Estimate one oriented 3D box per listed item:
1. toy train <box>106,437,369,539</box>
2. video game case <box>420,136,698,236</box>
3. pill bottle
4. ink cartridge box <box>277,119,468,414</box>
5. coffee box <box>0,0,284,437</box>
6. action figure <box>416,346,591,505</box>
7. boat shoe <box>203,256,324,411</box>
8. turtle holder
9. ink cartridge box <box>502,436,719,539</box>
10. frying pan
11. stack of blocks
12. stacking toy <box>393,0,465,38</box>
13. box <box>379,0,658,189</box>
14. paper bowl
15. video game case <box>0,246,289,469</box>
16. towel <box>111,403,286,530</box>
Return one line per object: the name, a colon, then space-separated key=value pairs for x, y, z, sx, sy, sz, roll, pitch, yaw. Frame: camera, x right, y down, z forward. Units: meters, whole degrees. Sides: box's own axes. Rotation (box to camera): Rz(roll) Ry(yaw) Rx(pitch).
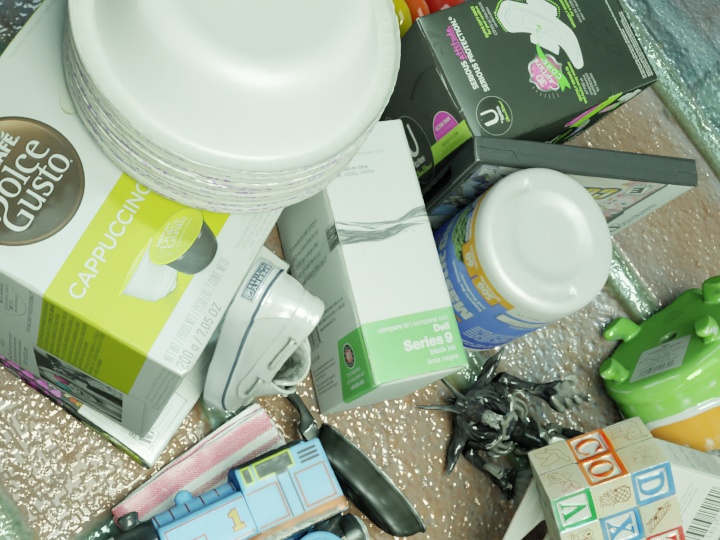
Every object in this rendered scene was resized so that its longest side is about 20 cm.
toy train: x=-0.093 y=0.205 z=0.724 sx=0.198 sy=0.087 sz=0.115 roll=-22 pitch=75 yaw=-18
video game case: x=0.150 y=-0.058 z=0.854 sx=0.197 sy=0.181 sz=0.026 roll=3 pitch=72 yaw=-18
pill bottle: x=0.106 y=0.003 z=0.811 sx=0.111 sy=0.200 sz=0.114 roll=5 pitch=73 yaw=-18
ink cartridge box: x=0.000 y=0.000 z=0.805 sx=0.083 sy=0.146 sz=0.202 roll=-10 pitch=78 yaw=-20
coffee box: x=-0.171 y=-0.036 z=0.688 sx=0.196 sy=0.200 sz=0.201 roll=31 pitch=65 yaw=-7
action figure: x=0.150 y=0.141 z=0.843 sx=0.198 sy=0.102 sz=0.120 roll=25 pitch=80 yaw=-12
boat shoe: x=-0.069 y=0.064 z=0.730 sx=0.065 sy=0.200 sz=0.074 roll=28 pitch=64 yaw=2
turtle holder: x=0.294 y=0.093 z=0.900 sx=0.140 sy=0.186 sz=0.132 roll=-33 pitch=99 yaw=9
ink cartridge box: x=0.182 y=0.221 z=0.796 sx=0.174 sy=0.045 sz=0.202 roll=17 pitch=110 yaw=-15
frying pan: x=-0.020 y=0.137 z=0.777 sx=0.031 sy=0.115 sz=0.190 roll=-43 pitch=91 yaw=-16
stack of blocks: x=0.178 y=0.219 z=0.737 sx=0.114 sy=0.059 sz=0.202 roll=-19 pitch=115 yaw=0
stacking toy: x=0.013 y=-0.225 z=0.916 sx=0.198 sy=0.085 sz=0.086 roll=-18 pitch=81 yaw=-28
box: x=0.128 y=-0.165 z=0.895 sx=0.198 sy=0.148 sz=0.125 roll=-23 pitch=84 yaw=-24
paper bowl: x=-0.071 y=-0.144 z=0.592 sx=0.198 sy=0.104 sz=0.203 roll=7 pitch=68 yaw=-18
video game case: x=-0.182 y=0.023 z=0.796 sx=0.180 sy=0.036 sz=0.201 roll=36 pitch=66 yaw=-6
towel: x=-0.079 y=0.224 z=0.778 sx=0.146 sy=0.030 sz=0.201 roll=-34 pitch=88 yaw=-23
